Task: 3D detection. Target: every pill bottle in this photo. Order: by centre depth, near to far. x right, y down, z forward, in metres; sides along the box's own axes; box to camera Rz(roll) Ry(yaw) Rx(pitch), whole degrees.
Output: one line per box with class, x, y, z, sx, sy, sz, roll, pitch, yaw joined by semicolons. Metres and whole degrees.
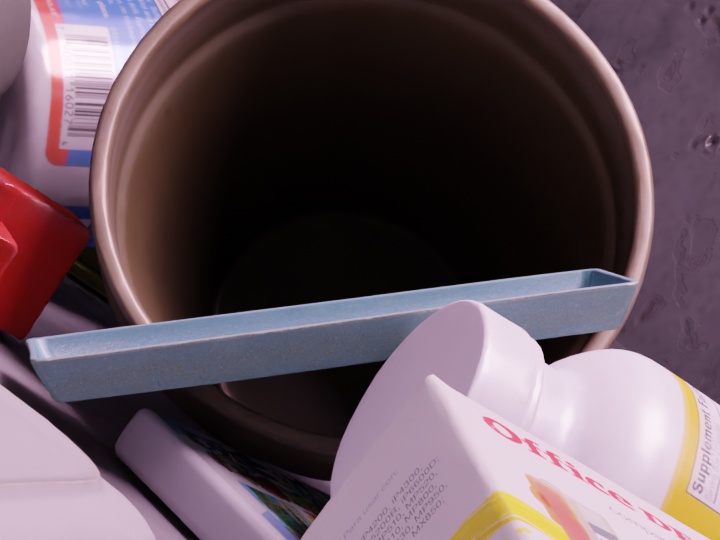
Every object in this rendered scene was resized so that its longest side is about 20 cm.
pill bottle;0.093;0.095;0.955;0.200;0.112;0.112;33;5;-19
pill bottle;-0.073;-0.064;1.232;0.200;0.112;0.112;2;24;-33

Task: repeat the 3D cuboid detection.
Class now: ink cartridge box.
ink cartridge box;0.071;0.129;0.776;0.145;0.083;0.200;32;12;-25

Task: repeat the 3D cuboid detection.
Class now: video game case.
video game case;0.030;0.130;0.988;0.182;0.022;0.200;30;8;-46

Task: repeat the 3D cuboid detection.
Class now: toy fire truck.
toy fire truck;-0.174;-0.031;0.984;0.200;0.049;0.141;32;5;-24

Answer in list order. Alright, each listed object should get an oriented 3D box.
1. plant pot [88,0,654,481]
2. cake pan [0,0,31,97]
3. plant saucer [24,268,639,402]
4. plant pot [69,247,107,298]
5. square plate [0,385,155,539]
plant pot;0.000;0.000;1.120;0.200;0.200;0.174;36;-18;10
cake pan;-0.197;-0.132;1.133;0.200;0.037;0.201;30;-42;31
plant saucer;-0.010;0.021;0.988;0.200;0.019;0.070;-8;5;-7
plant pot;-0.073;-0.087;1.383;0.200;0.193;0.200;35;5;-4
square plate;-0.146;0.023;0.766;0.200;0.028;0.198;36;4;12
